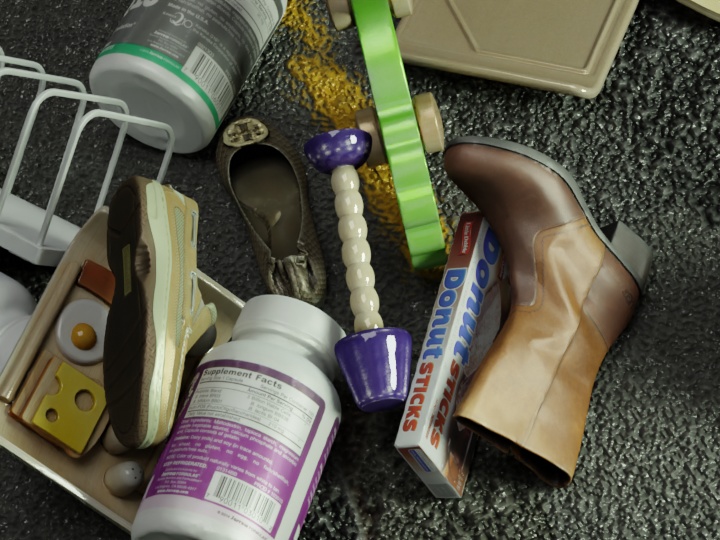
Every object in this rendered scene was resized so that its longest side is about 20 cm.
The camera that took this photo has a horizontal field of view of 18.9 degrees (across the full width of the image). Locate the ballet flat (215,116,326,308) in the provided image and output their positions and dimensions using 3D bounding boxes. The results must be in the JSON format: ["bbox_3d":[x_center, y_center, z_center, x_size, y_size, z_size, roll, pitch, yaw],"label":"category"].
[{"bbox_3d":[-0.070,-0.051,1.683,0.067,0.047,0.201,-18,53,0],"label":"ballet flat"}]

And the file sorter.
[{"bbox_3d":[-0.263,-0.093,1.675,0.199,0.138,0.126,25,99,27],"label":"file sorter"}]

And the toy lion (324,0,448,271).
[{"bbox_3d":[0.028,-0.108,1.612,0.068,0.201,0.192,-13,34,2],"label":"toy lion"}]

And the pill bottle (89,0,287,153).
[{"bbox_3d":[-0.129,-0.205,1.765,0.112,0.113,0.201,15,60,23],"label":"pill bottle"}]

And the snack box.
[{"bbox_3d":[0.072,0.059,1.553,0.024,0.072,0.201,-4,53,31],"label":"snack box"}]

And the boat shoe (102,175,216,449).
[{"bbox_3d":[-0.135,0.031,1.533,0.071,0.076,0.202,-25,58,50],"label":"boat shoe"}]

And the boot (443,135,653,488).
[{"bbox_3d":[0.104,0.026,1.529,0.068,0.188,0.201,-16,41,53],"label":"boot"}]

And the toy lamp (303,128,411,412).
[{"bbox_3d":[0.000,0.000,1.537,0.058,0.058,0.202,-12,73,5],"label":"toy lamp"}]

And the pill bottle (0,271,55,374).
[{"bbox_3d":[-0.314,0.042,1.637,0.199,0.113,0.112,27,65,30],"label":"pill bottle"}]

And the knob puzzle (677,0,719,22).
[{"bbox_3d":[0.308,-0.267,1.745,0.217,0.031,0.221,0,58,0],"label":"knob puzzle"}]

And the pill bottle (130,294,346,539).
[{"bbox_3d":[-0.078,0.122,1.522,0.111,0.113,0.201,9,58,20],"label":"pill bottle"}]

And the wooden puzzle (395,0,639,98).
[{"bbox_3d":[0.135,-0.219,1.761,0.183,0.037,0.201,13,54,22],"label":"wooden puzzle"}]

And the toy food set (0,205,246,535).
[{"bbox_3d":[-0.174,0.074,1.560,0.060,0.143,0.201,-26,33,54],"label":"toy food set"}]
